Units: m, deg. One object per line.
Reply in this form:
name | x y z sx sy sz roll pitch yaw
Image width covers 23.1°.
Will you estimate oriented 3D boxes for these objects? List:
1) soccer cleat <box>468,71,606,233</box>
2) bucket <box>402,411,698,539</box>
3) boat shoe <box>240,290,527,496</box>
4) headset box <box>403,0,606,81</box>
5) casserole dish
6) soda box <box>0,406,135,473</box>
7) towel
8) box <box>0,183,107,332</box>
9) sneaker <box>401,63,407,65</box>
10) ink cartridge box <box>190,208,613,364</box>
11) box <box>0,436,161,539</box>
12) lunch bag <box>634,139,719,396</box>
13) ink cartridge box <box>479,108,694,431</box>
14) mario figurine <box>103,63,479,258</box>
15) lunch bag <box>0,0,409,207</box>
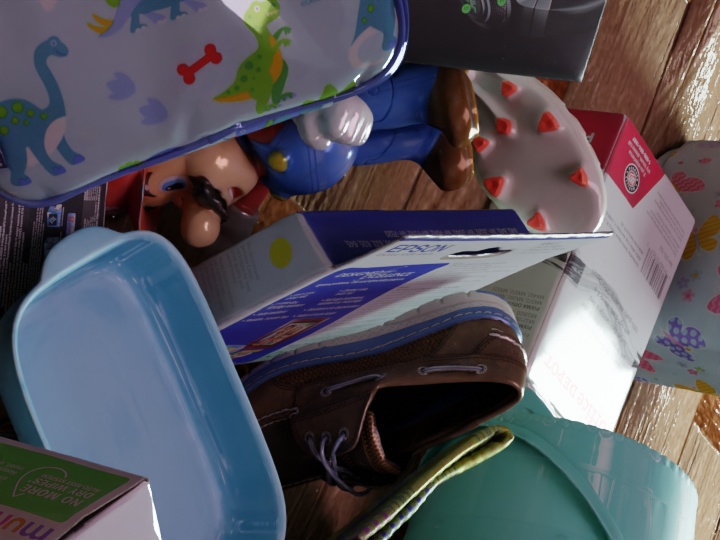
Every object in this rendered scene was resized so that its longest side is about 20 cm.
soccer cleat | 0.077 -0.097 1.025 0.069 0.200 0.077 -47 164 19
bucket | 0.118 0.189 1.133 0.207 0.206 0.136 49 49 -47
boat shoe | -0.003 0.079 0.954 0.072 0.199 0.073 54 13 -36
headset box | 0.038 -0.192 0.827 0.199 0.093 0.175 2 117 -25
casserole dish | -0.105 0.078 0.816 0.121 0.039 0.201 -35 108 -46
soda box | -0.139 0.170 0.847 0.063 0.070 0.202 -17 99 -48
towel | -0.006 0.158 0.993 0.023 0.200 0.143 51 47 5
box | -0.179 -0.070 0.786 0.161 0.049 0.202 -3 100 -55
sneaker | -0.016 -0.126 0.931 0.199 0.114 0.077 46 42 -48
ink cartridge box | 0.000 0.000 0.929 0.197 0.199 0.047 -2 69 -53
box | -0.173 0.160 0.723 0.097 0.199 0.178 -34 124 -45
lunch bag | 0.294 -0.007 1.345 0.127 0.169 0.201 48 60 -46
ink cartridge box | 0.141 0.011 1.214 0.145 0.083 0.201 47 62 -48
mario figurine | -0.040 -0.046 0.874 0.106 0.198 0.124 -101 -176 -58
lunch bag | -0.089 -0.128 0.714 0.199 0.083 0.162 -18 118 -8
